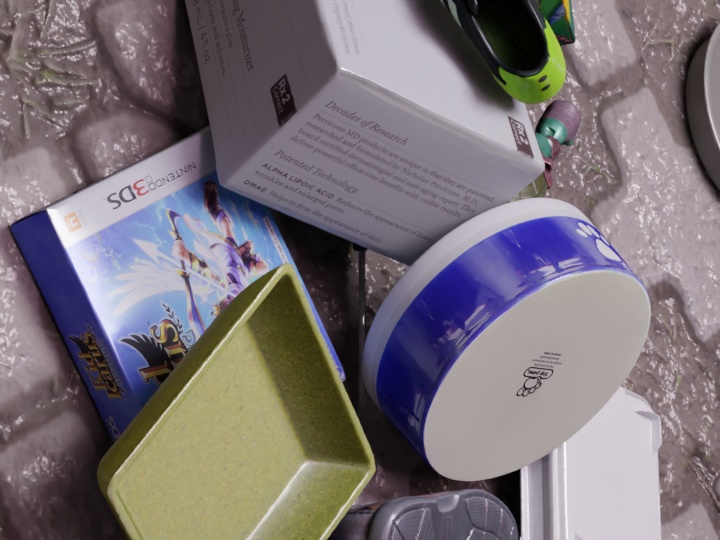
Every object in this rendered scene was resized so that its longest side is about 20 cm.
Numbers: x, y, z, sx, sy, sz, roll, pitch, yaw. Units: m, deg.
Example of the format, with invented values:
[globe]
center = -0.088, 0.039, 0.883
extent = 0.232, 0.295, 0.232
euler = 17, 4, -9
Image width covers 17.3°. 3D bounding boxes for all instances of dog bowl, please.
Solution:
[dog bowl]
center = 0.104, 0.051, 1.661
extent = 0.199, 0.201, 0.079
euler = 2, 38, -44

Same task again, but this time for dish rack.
[dish rack]
center = 0.183, 0.171, 1.794
extent = 0.171, 0.043, 0.201
euler = 23, 59, -47

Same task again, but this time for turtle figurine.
[turtle figurine]
center = 0.101, -0.069, 1.785
extent = 0.150, 0.100, 0.200
euler = 47, 43, -21

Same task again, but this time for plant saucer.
[plant saucer]
center = -0.086, 0.126, 1.500
extent = 0.200, 0.048, 0.200
euler = -52, 139, -31

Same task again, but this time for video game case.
[video game case]
center = -0.116, 0.023, 1.573
extent = 0.181, 0.045, 0.201
euler = -31, 98, -44

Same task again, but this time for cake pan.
[cake pan]
center = 0.356, -0.131, 2.090
extent = 0.200, 0.037, 0.201
euler = 17, 64, -39

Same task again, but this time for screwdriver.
[screwdriver]
center = 0.000, 0.000, 1.703
extent = 0.029, 0.028, 0.201
euler = 51, 36, -59

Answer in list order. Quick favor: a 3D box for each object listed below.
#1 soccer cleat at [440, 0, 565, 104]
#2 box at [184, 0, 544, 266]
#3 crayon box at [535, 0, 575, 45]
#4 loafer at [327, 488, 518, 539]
[soccer cleat]
center = 0.076, -0.203, 1.600
extent = 0.200, 0.067, 0.081
euler = 56, 0, 12
[box]
center = -0.001, -0.136, 1.637
extent = 0.199, 0.131, 0.200
euler = 23, 39, -37
[crayon box]
center = 0.122, -0.257, 1.821
extent = 0.200, 0.058, 0.120
euler = 49, 34, -73
[loafer]
center = 0.044, 0.184, 1.658
extent = 0.200, 0.063, 0.072
euler = 16, 83, -59
